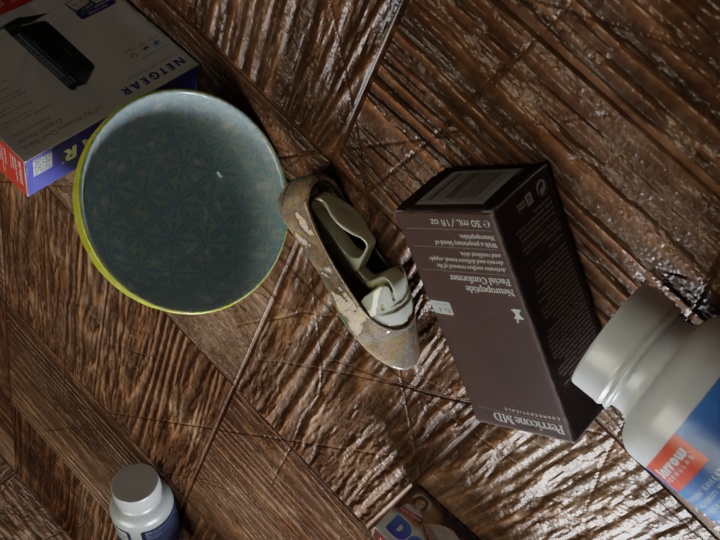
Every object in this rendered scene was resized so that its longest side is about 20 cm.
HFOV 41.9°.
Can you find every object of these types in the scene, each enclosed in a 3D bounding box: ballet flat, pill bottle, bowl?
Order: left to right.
[{"bbox_3d":[-0.380,0.433,1.662,0.111,0.111,0.200,29,141,30],"label":"pill bottle"},{"bbox_3d":[-0.177,-0.059,0.863,0.108,0.200,0.201,-3,119,55],"label":"bowl"},{"bbox_3d":[0.000,0.000,0.827,0.200,0.068,0.067,52,140,-5],"label":"ballet flat"},{"bbox_3d":[0.237,0.100,0.590,0.200,0.112,0.112,37,145,20],"label":"pill bottle"}]

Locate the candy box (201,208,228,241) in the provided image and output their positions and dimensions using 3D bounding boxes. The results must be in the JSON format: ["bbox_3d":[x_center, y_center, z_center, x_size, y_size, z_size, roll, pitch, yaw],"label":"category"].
[{"bbox_3d":[-0.190,-0.077,0.990,0.200,0.055,0.115,48,146,5],"label":"candy box"}]

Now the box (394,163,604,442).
[{"bbox_3d":[0.111,0.024,0.707,0.100,0.075,0.200,4,126,49],"label":"box"}]

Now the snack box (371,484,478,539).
[{"bbox_3d":[0.109,0.320,0.994,0.200,0.072,0.024,40,147,17],"label":"snack box"}]

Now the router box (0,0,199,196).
[{"bbox_3d":[-0.282,-0.185,0.867,0.179,0.200,0.049,41,146,14],"label":"router box"}]
